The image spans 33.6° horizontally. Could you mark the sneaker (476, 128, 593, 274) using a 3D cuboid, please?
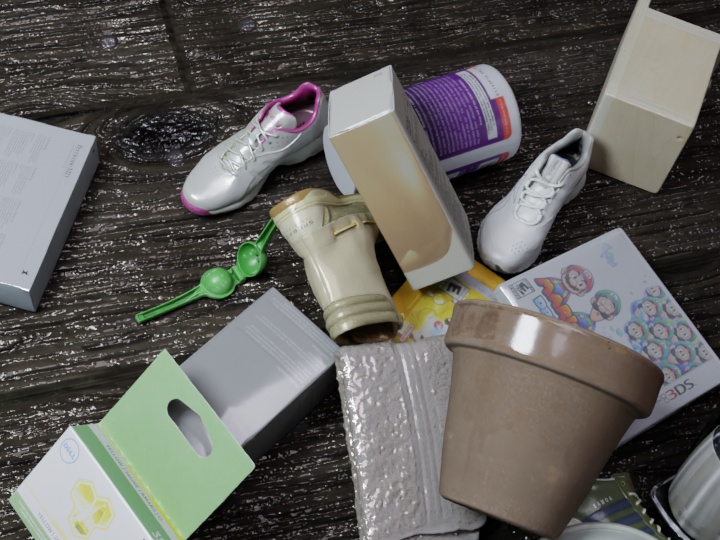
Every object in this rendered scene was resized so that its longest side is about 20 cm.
[{"bbox_3d":[0.190,-0.081,1.296,0.074,0.087,0.200,30,61,10],"label":"sneaker"}]

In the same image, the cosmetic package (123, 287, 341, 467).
[{"bbox_3d":[-0.119,0.123,1.144,0.200,0.090,0.107,-40,72,-22],"label":"cosmetic package"}]

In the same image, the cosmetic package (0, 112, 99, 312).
[{"bbox_3d":[-0.378,-0.068,1.243,0.150,0.052,0.200,13,59,3],"label":"cosmetic package"}]

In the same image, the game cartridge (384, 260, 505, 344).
[{"bbox_3d":[0.116,0.081,1.226,0.200,0.032,0.176,33,62,13],"label":"game cartridge"}]

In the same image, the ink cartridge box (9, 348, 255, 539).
[{"bbox_3d":[-0.205,0.189,1.050,0.200,0.048,0.146,-49,68,18],"label":"ink cartridge box"}]

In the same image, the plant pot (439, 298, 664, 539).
[{"bbox_3d":[0.151,0.140,1.070,0.200,0.200,0.175,21,80,6],"label":"plant pot"}]

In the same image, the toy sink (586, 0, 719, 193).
[{"bbox_3d":[0.341,-0.213,1.367,0.112,0.130,0.200,22,59,6],"label":"toy sink"}]

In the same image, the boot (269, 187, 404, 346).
[{"bbox_3d":[0.000,0.000,1.198,0.073,0.200,0.156,-31,75,21],"label":"boot"}]

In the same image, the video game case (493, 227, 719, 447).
[{"bbox_3d":[0.261,0.066,1.230,0.182,0.024,0.200,-23,70,-29],"label":"video game case"}]

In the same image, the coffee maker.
[{"bbox_3d":[0.380,0.147,1.095,0.135,0.200,0.192,29,41,13],"label":"coffee maker"}]

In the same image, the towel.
[{"bbox_3d":[0.049,0.163,1.126,0.132,0.034,0.200,-4,78,-25],"label":"towel"}]

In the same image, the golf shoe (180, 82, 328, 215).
[{"bbox_3d":[-0.114,-0.137,1.292,0.200,0.092,0.075,-39,72,-23],"label":"golf shoe"}]

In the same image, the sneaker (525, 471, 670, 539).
[{"bbox_3d":[0.248,0.234,1.130,0.200,0.067,0.090,22,65,10],"label":"sneaker"}]

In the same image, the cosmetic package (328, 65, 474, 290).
[{"bbox_3d":[0.042,-0.091,1.195,0.071,0.200,0.105,-22,31,14],"label":"cosmetic package"}]

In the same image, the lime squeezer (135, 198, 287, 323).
[{"bbox_3d":[-0.137,0.002,1.226,0.200,0.071,0.038,-36,85,8],"label":"lime squeezer"}]

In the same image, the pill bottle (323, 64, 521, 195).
[{"bbox_3d":[0.065,-0.148,1.306,0.200,0.112,0.112,-19,64,-17],"label":"pill bottle"}]

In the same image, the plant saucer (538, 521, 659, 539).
[{"bbox_3d":[0.214,0.323,1.045,0.200,0.050,0.201,-1,79,4],"label":"plant saucer"}]
